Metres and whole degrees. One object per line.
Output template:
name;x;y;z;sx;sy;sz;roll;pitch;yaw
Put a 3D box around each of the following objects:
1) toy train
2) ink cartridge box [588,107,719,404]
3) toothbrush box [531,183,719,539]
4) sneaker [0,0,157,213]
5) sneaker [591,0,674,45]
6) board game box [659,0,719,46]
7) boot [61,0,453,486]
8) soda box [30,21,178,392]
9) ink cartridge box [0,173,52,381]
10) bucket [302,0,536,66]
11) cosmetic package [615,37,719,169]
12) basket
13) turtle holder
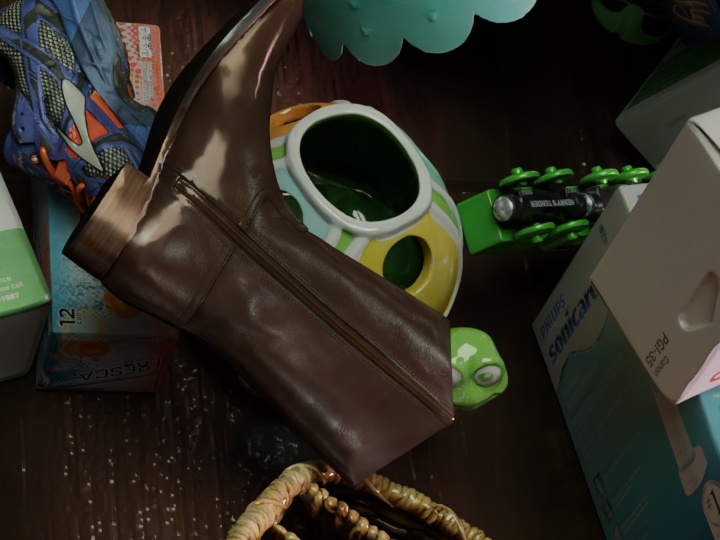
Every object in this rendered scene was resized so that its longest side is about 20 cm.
toy train;0.128;-0.032;1.350;0.200;0.056;0.042;-4;74;-49
ink cartridge box;0.228;-0.032;1.187;0.200;0.147;0.083;-21;66;-28
toothbrush box;0.176;0.072;1.284;0.085;0.147;0.200;-7;60;-21
sneaker;-0.138;-0.058;1.251;0.078;0.075;0.200;-23;64;-10
sneaker;0.208;-0.228;1.494;0.077;0.084;0.200;25;72;-6
board game box;0.199;-0.243;1.410;0.136;0.035;0.200;55;44;-28
boot;-0.017;-0.019;1.191;0.200;0.064;0.187;37;78;-11
soda box;-0.138;-0.035;1.308;0.068;0.064;0.200;3;58;-14
ink cartridge box;-0.262;-0.032;1.256;0.145;0.088;0.200;-15;66;-24
bucket;0.033;-0.228;1.378;0.207;0.207;0.135;-51;126;-34
cosmetic package;0.251;-0.135;1.448;0.085;0.108;0.200;45;55;-11
basket;0.032;0.172;1.179;0.200;0.149;0.143;35;56;7
turtle holder;-0.011;-0.002;1.283;0.141;0.132;0.186;-2;60;-18
